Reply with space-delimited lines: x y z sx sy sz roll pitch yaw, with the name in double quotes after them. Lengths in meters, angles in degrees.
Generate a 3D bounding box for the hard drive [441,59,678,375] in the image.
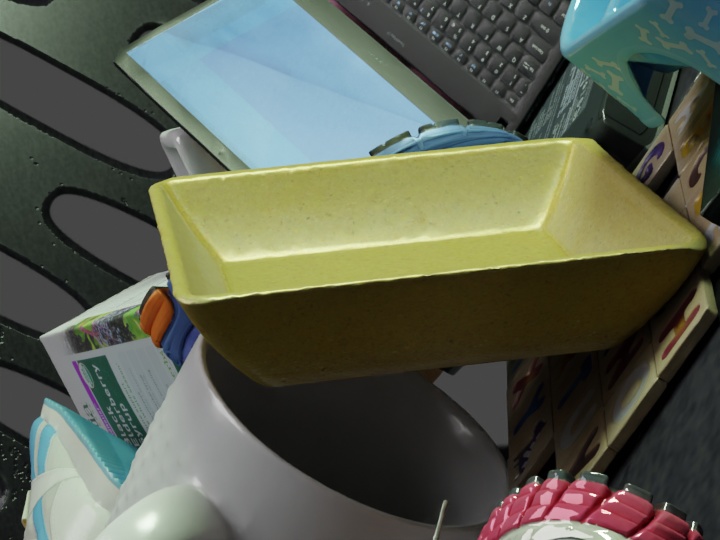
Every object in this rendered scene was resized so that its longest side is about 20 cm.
0.094 -0.054 1.134 0.200 0.033 0.140 -52 14 47 "hard drive"

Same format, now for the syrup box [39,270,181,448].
-0.086 0.043 1.170 0.081 0.079 0.200 -30 7 -26 "syrup box"

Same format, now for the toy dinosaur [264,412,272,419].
-0.015 0.124 1.103 0.101 0.058 0.201 -71 -11 -53 "toy dinosaur"

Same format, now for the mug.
-0.055 0.132 0.944 0.200 0.148 0.176 -3 -52 -54 "mug"

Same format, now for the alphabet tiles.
0.106 0.015 0.933 0.168 0.008 0.200 -57 10 21 "alphabet tiles"

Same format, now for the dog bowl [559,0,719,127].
0.131 -0.123 0.893 0.112 0.049 0.200 -65 8 -9 "dog bowl"

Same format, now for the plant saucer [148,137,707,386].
0.020 -0.003 0.929 0.200 0.199 0.049 -120 24 -74 "plant saucer"

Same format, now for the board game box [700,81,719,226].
0.178 -0.116 0.856 0.135 0.028 0.200 -57 10 36 "board game box"

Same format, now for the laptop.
0.005 -0.135 1.143 0.103 0.177 0.200 -2 -51 -56 "laptop"

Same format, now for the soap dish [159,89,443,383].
-0.032 -0.009 1.252 0.081 0.201 0.157 -28 6 -6 "soap dish"

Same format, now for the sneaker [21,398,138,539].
-0.134 0.118 1.111 0.081 0.076 0.200 -61 13 0 "sneaker"

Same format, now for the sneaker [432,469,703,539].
0.034 0.134 0.755 0.200 0.080 0.075 -49 18 53 "sneaker"

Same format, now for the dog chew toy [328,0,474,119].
0.018 -0.136 1.278 0.125 0.199 0.125 -60 8 15 "dog chew toy"

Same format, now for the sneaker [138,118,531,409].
0.000 0.000 1.050 0.199 0.079 0.075 -31 -9 -9 "sneaker"
